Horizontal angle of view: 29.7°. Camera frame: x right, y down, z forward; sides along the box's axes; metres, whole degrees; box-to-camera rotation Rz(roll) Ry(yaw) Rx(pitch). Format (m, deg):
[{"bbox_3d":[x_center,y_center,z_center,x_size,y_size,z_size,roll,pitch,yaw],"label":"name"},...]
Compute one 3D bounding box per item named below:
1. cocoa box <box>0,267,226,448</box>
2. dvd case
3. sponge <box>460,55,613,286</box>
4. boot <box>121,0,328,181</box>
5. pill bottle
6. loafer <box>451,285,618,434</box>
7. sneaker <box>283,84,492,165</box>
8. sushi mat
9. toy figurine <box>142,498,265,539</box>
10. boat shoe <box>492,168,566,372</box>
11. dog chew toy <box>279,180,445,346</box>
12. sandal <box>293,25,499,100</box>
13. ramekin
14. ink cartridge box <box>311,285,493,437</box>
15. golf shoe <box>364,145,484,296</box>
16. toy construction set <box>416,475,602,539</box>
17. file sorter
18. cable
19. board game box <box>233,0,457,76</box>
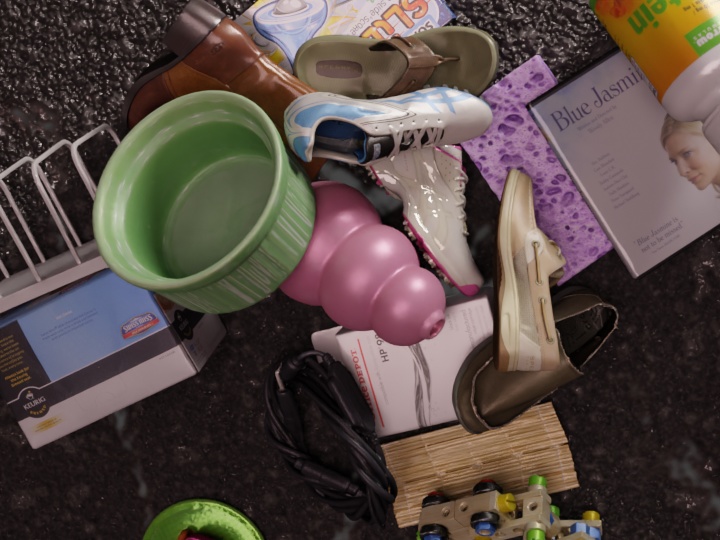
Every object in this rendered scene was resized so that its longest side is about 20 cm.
[{"bbox_3d":[-0.263,0.067,1.385,0.200,0.133,0.131,-25,101,15],"label":"cocoa box"},{"bbox_3d":[0.269,-0.112,1.298,0.143,0.018,0.200,-33,92,-2],"label":"dvd case"},{"bbox_3d":[0.184,-0.097,1.331,0.112,0.030,0.200,-34,91,14],"label":"sponge"},{"bbox_3d":[-0.124,-0.152,1.354,0.200,0.068,0.188,38,125,-8],"label":"boot"},{"bbox_3d":[0.299,-0.205,1.220,0.111,0.111,0.200,-37,71,14],"label":"pill bottle"},{"bbox_3d":[0.169,0.081,1.294,0.200,0.070,0.075,-41,106,-21],"label":"loafer"},{"bbox_3d":[0.029,-0.128,1.261,0.200,0.073,0.072,-4,143,-14],"label":"sneaker"},{"bbox_3d":[0.118,0.202,1.402,0.200,0.012,0.096,-16,97,13],"label":"sushi mat"},{"bbox_3d":[-0.192,0.359,1.401,0.150,0.184,0.200,18,103,7],"label":"toy figurine"},{"bbox_3d":[0.158,0.000,1.275,0.065,0.072,0.200,2,66,2],"label":"boat shoe"},{"bbox_3d":[0.000,0.000,1.311,0.200,0.125,0.125,36,105,26],"label":"dog chew toy"},{"bbox_3d":[0.032,-0.189,1.294,0.201,0.057,0.080,-2,99,11],"label":"sandal"},{"bbox_3d":[-0.139,-0.057,1.265,0.200,0.098,0.200,-12,62,23],"label":"ramekin"},{"bbox_3d":[0.051,0.098,1.370,0.200,0.067,0.116,-15,97,13],"label":"ink cartridge box"},{"bbox_3d":[0.076,-0.071,1.328,0.092,0.075,0.200,-32,85,4],"label":"golf shoe"},{"bbox_3d":[0.134,0.273,1.374,0.200,0.092,0.131,-31,130,21],"label":"toy construction set"},{"bbox_3d":[-0.323,-0.049,1.371,0.200,0.139,0.125,-22,104,13],"label":"file sorter"},{"bbox_3d":[-0.036,0.178,1.370,0.163,0.051,0.200,-33,87,52],"label":"cable"},{"bbox_3d":[-0.025,-0.240,1.343,0.200,0.034,0.135,-38,92,14],"label":"board game box"}]
